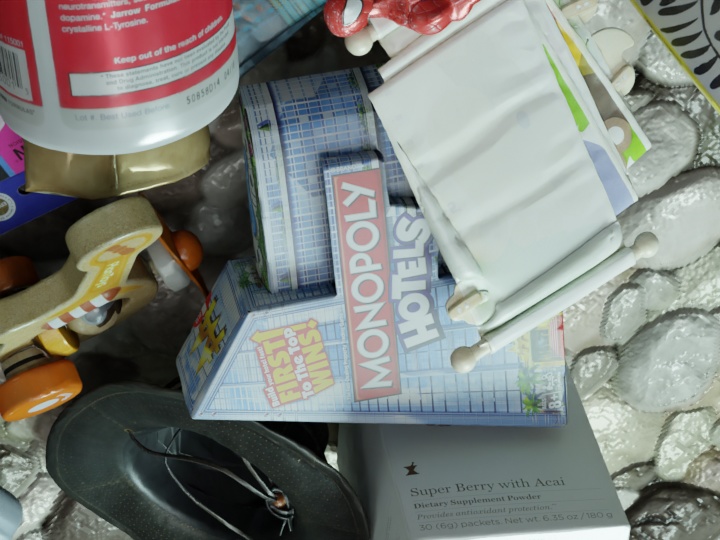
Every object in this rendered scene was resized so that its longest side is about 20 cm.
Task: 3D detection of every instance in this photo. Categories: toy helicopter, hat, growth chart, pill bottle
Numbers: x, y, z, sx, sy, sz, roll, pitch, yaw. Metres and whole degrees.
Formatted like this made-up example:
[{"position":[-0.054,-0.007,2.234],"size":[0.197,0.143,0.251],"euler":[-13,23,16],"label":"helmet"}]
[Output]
[{"position":[-0.130,0.004,1.172],"size":[0.132,0.079,0.200],"euler":[-20,169,-20],"label":"toy helicopter"},{"position":[-0.076,0.098,1.272],"size":[0.199,0.081,0.201],"euler":[15,145,11],"label":"hat"},{"position":[0.077,-0.066,1.114],"size":[0.144,0.018,0.201],"euler":[-26,109,-13],"label":"growth chart"},{"position":[-0.115,-0.161,0.973],"size":[0.111,0.112,0.201],"euler":[-8,122,-6],"label":"pill bottle"}]

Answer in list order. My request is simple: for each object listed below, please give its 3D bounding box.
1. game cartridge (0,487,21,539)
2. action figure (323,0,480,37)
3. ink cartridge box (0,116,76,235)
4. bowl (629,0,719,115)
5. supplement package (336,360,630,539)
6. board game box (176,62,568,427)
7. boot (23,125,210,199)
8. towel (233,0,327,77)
[{"position":[-0.294,0.179,1.265],"size":[0.200,0.041,0.133],"euler":[-49,144,-2],"label":"game cartridge"},{"position":[0.068,-0.168,1.051],"size":[0.199,0.066,0.052],"euler":[-35,147,4],"label":"action figure"},{"position":[-0.203,-0.095,1.149],"size":[0.094,0.037,0.200],"euler":[-24,128,15],"label":"ink cartridge box"},{"position":[0.204,-0.124,1.115],"size":[0.094,0.201,0.201],"euler":[-40,123,12],"label":"bowl"},{"position":[0.061,0.122,1.257],"size":[0.120,0.200,0.120],"euler":[-3,126,-10],"label":"supplement package"},{"position":[0.000,0.000,1.160],"size":[0.198,0.062,0.201],"euler":[-11,119,-8],"label":"board game box"},{"position":[-0.158,-0.124,1.077],"size":[0.174,0.066,0.201],"euler":[-12,122,-17],"label":"boot"},{"position":[-0.101,-0.176,1.125],"size":[0.146,0.022,0.200],"euler":[-37,123,14],"label":"towel"}]
